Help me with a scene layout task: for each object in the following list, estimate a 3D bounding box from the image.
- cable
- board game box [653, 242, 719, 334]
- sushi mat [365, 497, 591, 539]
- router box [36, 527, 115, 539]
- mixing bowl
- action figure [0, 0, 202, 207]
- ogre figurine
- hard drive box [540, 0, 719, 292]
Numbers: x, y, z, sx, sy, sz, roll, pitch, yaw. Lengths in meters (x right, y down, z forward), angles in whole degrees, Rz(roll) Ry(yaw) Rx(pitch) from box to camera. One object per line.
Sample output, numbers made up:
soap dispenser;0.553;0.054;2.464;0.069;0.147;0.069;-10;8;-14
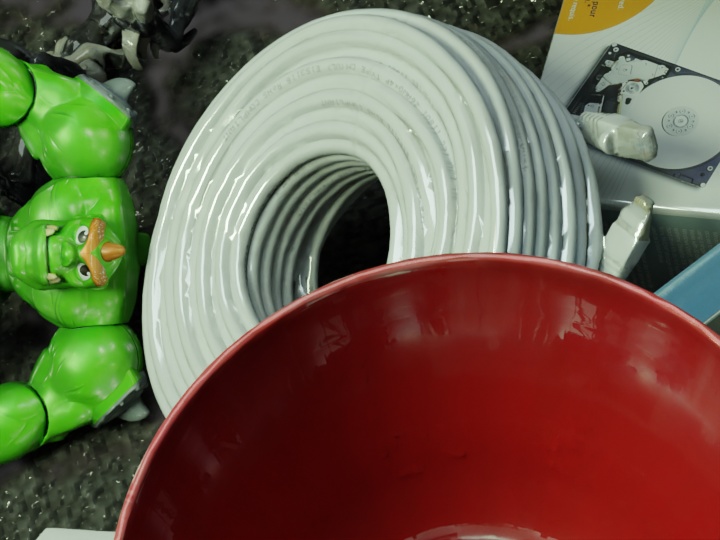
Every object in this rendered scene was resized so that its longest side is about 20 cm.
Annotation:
cable;0.000;0.000;0.899;0.200;0.069;0.201;31;99;43
board game box;0.179;0.075;0.791;0.151;0.047;0.200;-35;77;-23
sushi mat;0.058;0.140;0.712;0.095;0.012;0.201;-18;65;-5
router box;-0.087;0.173;0.766;0.179;0.049;0.200;-2;39;41
mixing bowl;0.034;0.107;0.662;0.198;0.109;0.202;-1;66;3
action figure;-0.131;-0.124;1.063;0.118;0.102;0.201;19;66;29
ogre figurine;-0.149;-0.010;0.970;0.119;0.098;0.202;-2;72;-1
hard drive box;0.176;-0.062;0.938;0.199;0.077;0.157;5;58;20
